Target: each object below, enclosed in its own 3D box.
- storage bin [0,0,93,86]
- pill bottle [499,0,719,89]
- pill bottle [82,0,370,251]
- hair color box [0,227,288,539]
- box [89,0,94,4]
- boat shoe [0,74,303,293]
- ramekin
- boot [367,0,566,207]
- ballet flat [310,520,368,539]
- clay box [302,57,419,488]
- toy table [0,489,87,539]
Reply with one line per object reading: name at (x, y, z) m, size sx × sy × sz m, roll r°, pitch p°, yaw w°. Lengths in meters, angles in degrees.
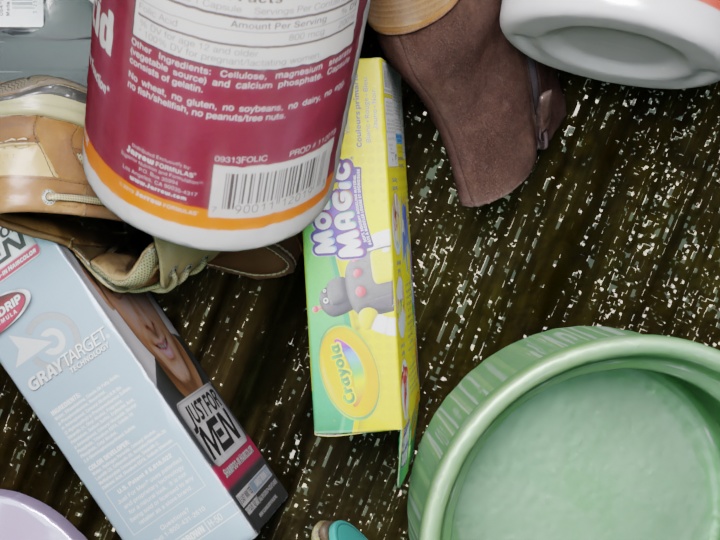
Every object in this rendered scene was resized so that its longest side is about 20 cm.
storage bin at (-0.170, -0.138, 0.931) m, size 0.198 × 0.094 × 0.136 m, roll 1°, pitch 93°, yaw 6°
pill bottle at (0.135, -0.194, 0.845) m, size 0.111 × 0.111 × 0.201 m, roll 11°, pitch 82°, yaw 4°
pill bottle at (-0.052, -0.118, 0.758) m, size 0.113 × 0.114 × 0.201 m, roll 16°, pitch 129°, yaw 4°
hair color box at (-0.122, 0.056, 0.934) m, size 0.060 × 0.099 × 0.201 m, roll -35°, pitch 90°, yaw 8°
box at (-0.050, -0.187, 0.799) m, size 0.200 × 0.035 × 0.110 m, roll -39°, pitch 128°, yaw 20°
boat shoe at (-0.108, -0.024, 0.888) m, size 0.075 × 0.199 × 0.074 m, roll -16°, pitch 63°, yaw 38°
ramekin at (0.116, 0.122, 0.897) m, size 0.198 × 0.098 × 0.202 m, roll -1°, pitch 98°, yaw -9°
boot at (0.066, -0.151, 0.914) m, size 0.072 × 0.200 × 0.167 m, roll 2°, pitch 131°, yaw 35°
ballet flat at (0.024, 0.221, 0.951) m, size 0.071 × 0.071 × 0.200 m, roll -40°, pitch 89°, yaw 6°
clay box at (0.000, 0.000, 0.912) m, size 0.047 × 0.115 × 0.202 m, roll -2°, pitch 93°, yaw 6°
toy table at (-0.183, 0.221, 0.942) m, size 0.183 × 0.117 × 0.201 m, roll -27°, pitch 92°, yaw 6°
